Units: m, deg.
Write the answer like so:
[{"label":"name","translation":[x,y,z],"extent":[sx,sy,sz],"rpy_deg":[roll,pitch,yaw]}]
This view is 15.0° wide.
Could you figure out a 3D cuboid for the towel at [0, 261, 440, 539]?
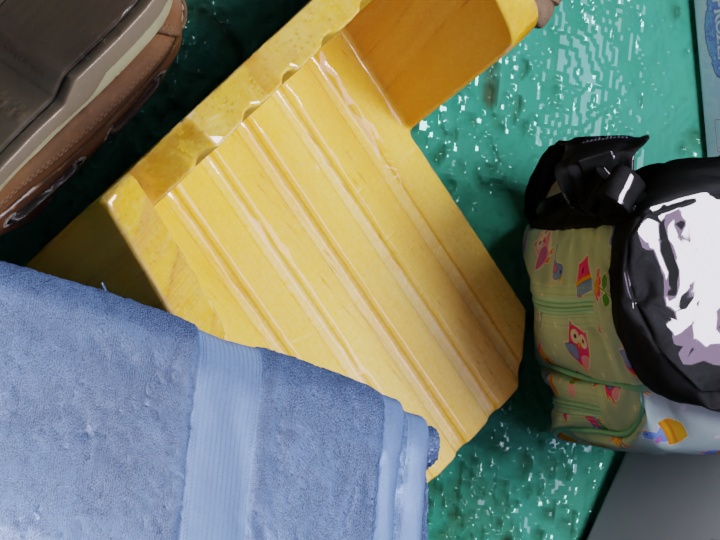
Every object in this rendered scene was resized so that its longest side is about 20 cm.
[{"label":"towel","translation":[-0.066,0.071,0.885],"extent":[0.199,0.048,0.112],"rpy_deg":[22,61,-30]}]

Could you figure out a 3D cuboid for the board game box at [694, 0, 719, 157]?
[{"label":"board game box","translation":[0.240,-0.097,1.273],"extent":[0.199,0.041,0.201],"rpy_deg":[-9,96,-38]}]

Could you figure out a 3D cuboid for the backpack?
[{"label":"backpack","translation":[0.136,0.010,1.100],"extent":[0.166,0.200,0.128],"rpy_deg":[0,88,-17]}]

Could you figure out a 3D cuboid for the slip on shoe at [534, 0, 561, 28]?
[{"label":"slip on shoe","translation":[0.011,-0.145,1.082],"extent":[0.199,0.076,0.061],"rpy_deg":[11,98,-42]}]

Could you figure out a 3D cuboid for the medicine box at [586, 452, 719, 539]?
[{"label":"medicine box","translation":[0.176,0.201,1.188],"extent":[0.200,0.103,0.183],"rpy_deg":[38,69,-32]}]

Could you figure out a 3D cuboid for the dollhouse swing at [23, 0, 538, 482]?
[{"label":"dollhouse swing","translation":[0.000,0.000,1.018],"extent":[0.176,0.182,0.200],"rpy_deg":[49,61,-5]}]

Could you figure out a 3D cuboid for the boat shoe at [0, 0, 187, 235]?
[{"label":"boat shoe","translation":[-0.137,-0.036,0.960],"extent":[0.200,0.072,0.068],"rpy_deg":[-39,155,-12]}]
